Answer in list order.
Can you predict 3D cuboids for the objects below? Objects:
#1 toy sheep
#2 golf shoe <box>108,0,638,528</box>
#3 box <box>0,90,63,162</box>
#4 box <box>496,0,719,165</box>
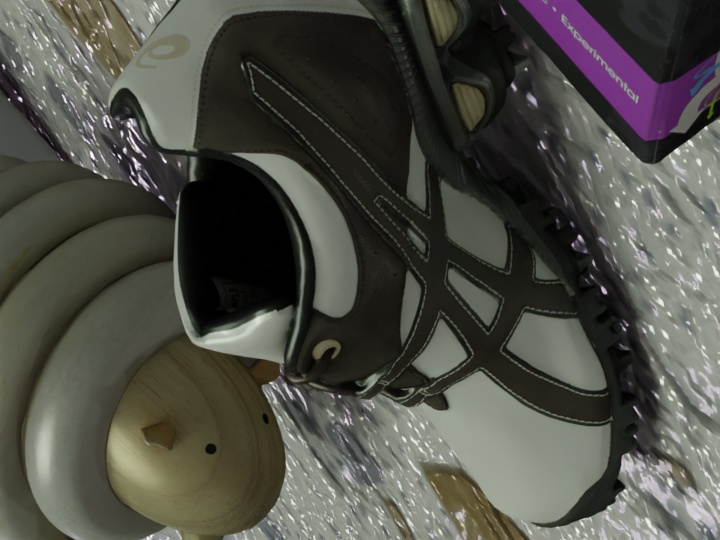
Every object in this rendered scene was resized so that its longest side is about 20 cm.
[{"bbox_3d":[-0.104,0.029,0.980,0.200,0.138,0.138,26,149,29],"label":"toy sheep"},{"bbox_3d":[0.000,0.000,0.697,0.078,0.094,0.200,32,155,47],"label":"golf shoe"},{"bbox_3d":[-0.218,-0.064,1.115,0.200,0.097,0.124,49,155,1],"label":"box"},{"bbox_3d":[0.026,-0.121,0.508,0.143,0.036,0.200,49,163,19],"label":"box"}]
